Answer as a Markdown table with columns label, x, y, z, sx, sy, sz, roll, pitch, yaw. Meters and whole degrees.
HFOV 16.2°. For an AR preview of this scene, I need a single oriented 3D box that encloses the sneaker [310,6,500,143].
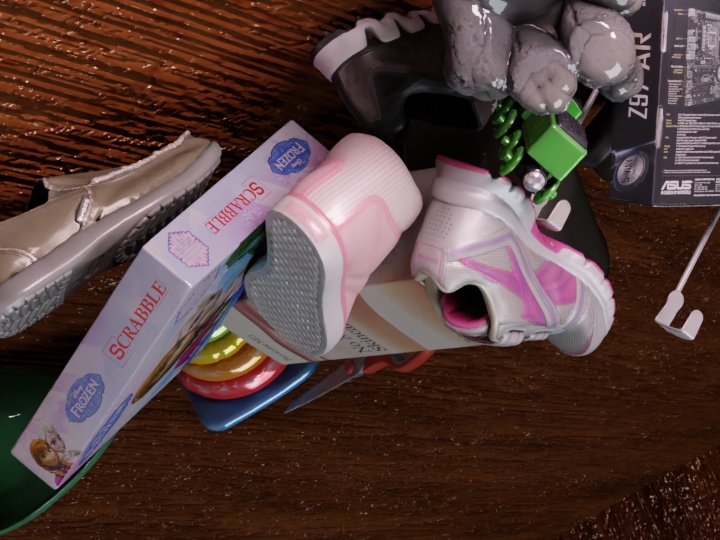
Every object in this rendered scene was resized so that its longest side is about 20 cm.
| label | x | y | z | sx | sy | sz | roll | pitch | yaw |
| --- | --- | --- | --- | --- | --- | --- | --- | --- | --- |
| sneaker | 0.073 | -0.133 | 1.596 | 0.199 | 0.091 | 0.067 | -21 | 164 | -19 |

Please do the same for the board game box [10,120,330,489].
| label | x | y | z | sx | sy | sz | roll | pitch | yaw |
| --- | --- | --- | --- | --- | --- | --- | --- | --- | --- |
| board game box | -0.118 | 0.020 | 1.604 | 0.200 | 0.041 | 0.200 | -54 | 175 | 37 |

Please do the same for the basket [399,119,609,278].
| label | x | y | z | sx | sy | sz | roll | pitch | yaw |
| --- | --- | --- | --- | --- | --- | --- | --- | --- | --- |
| basket | 0.090 | -0.046 | 1.826 | 0.179 | 0.137 | 0.200 | 4 | 158 | 7 |

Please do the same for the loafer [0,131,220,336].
| label | x | y | z | sx | sy | sz | roll | pitch | yaw |
| --- | --- | --- | --- | --- | --- | --- | --- | --- | --- |
| loafer | -0.168 | -0.038 | 1.547 | 0.200 | 0.070 | 0.075 | -35 | 169 | -36 |

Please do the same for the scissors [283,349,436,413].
| label | x | y | z | sx | sy | sz | roll | pitch | yaw |
| --- | --- | --- | --- | --- | --- | --- | --- | --- | --- |
| scissors | 0.002 | 0.070 | 1.800 | 0.014 | 0.073 | 0.200 | 11 | 136 | -35 |

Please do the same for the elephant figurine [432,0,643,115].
| label | x | y | z | sx | sy | sz | roll | pitch | yaw |
| --- | --- | --- | --- | --- | --- | --- | --- | --- | --- |
| elephant figurine | 0.103 | -0.167 | 1.497 | 0.141 | 0.156 | 0.200 | 7 | -165 | 5 |

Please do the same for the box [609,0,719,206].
| label | x | y | z | sx | sy | sz | roll | pitch | yaw |
| --- | --- | --- | --- | --- | --- | --- | --- | --- | --- |
| box | 0.253 | -0.123 | 1.657 | 0.199 | 0.161 | 0.043 | -3 | -172 | -37 |

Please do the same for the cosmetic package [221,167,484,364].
| label | x | y | z | sx | sy | sz | roll | pitch | yaw |
| --- | --- | --- | --- | --- | --- | --- | --- | --- | --- |
| cosmetic package | 0.000 | 0.000 | 1.717 | 0.199 | 0.088 | 0.103 | -8 | 149 | 42 |

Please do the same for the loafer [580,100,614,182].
| label | x | y | z | sx | sy | sz | roll | pitch | yaw |
| --- | --- | --- | --- | --- | --- | --- | --- | --- | --- |
| loafer | 0.201 | -0.091 | 1.860 | 0.073 | 0.071 | 0.200 | -52 | 179 | 18 |

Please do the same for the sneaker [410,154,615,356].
| label | x | y | z | sx | sy | sz | roll | pitch | yaw |
| --- | --- | --- | --- | --- | --- | --- | --- | --- | --- |
| sneaker | 0.088 | 0.010 | 1.612 | 0.200 | 0.081 | 0.088 | 41 | 75 | -44 |

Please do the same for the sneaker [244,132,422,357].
| label | x | y | z | sx | sy | sz | roll | pitch | yaw |
| --- | --- | --- | --- | --- | --- | --- | --- | --- | --- |
| sneaker | -0.011 | -0.019 | 1.596 | 0.105 | 0.075 | 0.200 | -44 | 169 | -21 |

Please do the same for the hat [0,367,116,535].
| label | x | y | z | sx | sy | sz | roll | pitch | yaw |
| --- | --- | --- | --- | --- | --- | --- | --- | --- | --- |
| hat | -0.285 | 0.084 | 1.853 | 0.165 | 0.176 | 0.200 | -34 | -160 | 18 |

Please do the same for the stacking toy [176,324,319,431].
| label | x | y | z | sx | sy | sz | roll | pitch | yaw |
| --- | --- | --- | --- | --- | --- | --- | --- | --- | --- |
| stacking toy | -0.115 | 0.018 | 1.799 | 0.110 | 0.116 | 0.200 | -33 | 150 | 3 |

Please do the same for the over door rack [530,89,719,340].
| label | x | y | z | sx | sy | sz | roll | pitch | yaw |
| --- | --- | --- | --- | --- | --- | --- | --- | --- | --- |
| over door rack | 0.187 | -0.075 | 1.691 | 0.148 | 0.201 | 0.067 | 36 | 155 | -27 |

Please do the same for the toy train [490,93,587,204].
| label | x | y | z | sx | sy | sz | roll | pitch | yaw |
| --- | --- | --- | --- | --- | --- | --- | --- | --- | --- |
| toy train | 0.112 | -0.098 | 1.595 | 0.056 | 0.042 | 0.200 | -47 | -165 | 17 |
